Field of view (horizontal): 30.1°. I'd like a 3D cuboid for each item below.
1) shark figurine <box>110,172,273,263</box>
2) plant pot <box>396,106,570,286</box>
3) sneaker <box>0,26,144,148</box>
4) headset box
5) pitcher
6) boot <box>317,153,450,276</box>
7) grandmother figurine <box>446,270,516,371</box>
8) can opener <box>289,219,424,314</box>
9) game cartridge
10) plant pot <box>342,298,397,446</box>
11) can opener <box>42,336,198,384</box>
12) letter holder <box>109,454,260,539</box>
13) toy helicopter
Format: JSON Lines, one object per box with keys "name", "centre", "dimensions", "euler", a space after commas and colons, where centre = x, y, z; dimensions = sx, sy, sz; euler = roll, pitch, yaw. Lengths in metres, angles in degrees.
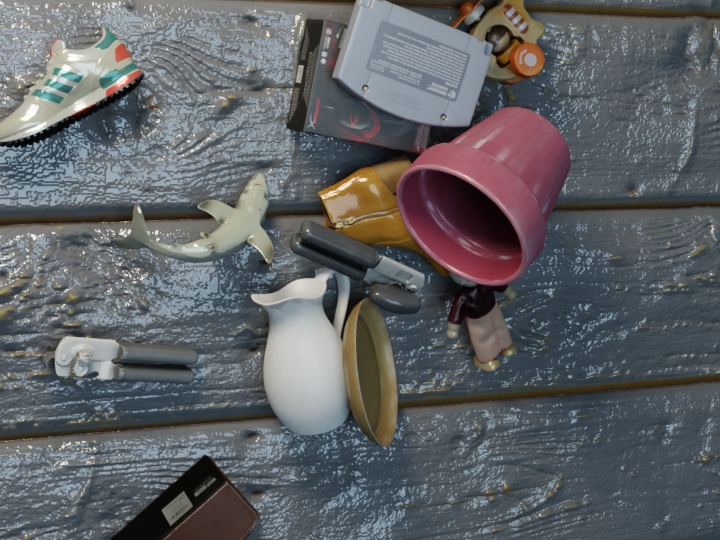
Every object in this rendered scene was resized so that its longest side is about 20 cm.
{"name": "shark figurine", "centre": [-0.201, -0.035, 1.727], "dimensions": [0.214, 0.090, 0.128], "euler": [-20, 75, -25]}
{"name": "plant pot", "centre": [0.175, -0.110, 1.741], "dimensions": [0.179, 0.200, 0.200], "euler": [-48, 116, -31]}
{"name": "sneaker", "centre": [-0.369, -0.225, 1.627], "dimensions": [0.200, 0.070, 0.094], "euler": [-30, 93, -11]}
{"name": "headset box", "centre": [0.017, -0.240, 1.764], "dimensions": [0.200, 0.075, 0.149], "euler": [9, 97, -23]}
{"name": "pitcher", "centre": [-0.059, 0.103, 1.798], "dimensions": [0.171, 0.121, 0.200], "euler": [-28, 115, -44]}
{"name": "boot", "centre": [0.031, -0.051, 1.826], "dimensions": [0.144, 0.071, 0.201], "euler": [-27, 116, -3]}
{"name": "grandmother figurine", "centre": [0.164, 0.051, 1.871], "dimensions": [0.121, 0.060, 0.200], "euler": [-42, 133, -28]}
{"name": "can opener", "centre": [0.000, 0.000, 1.784], "dimensions": [0.200, 0.067, 0.053], "euler": [23, 128, -25]}
{"name": "game cartridge", "centre": [0.066, -0.261, 1.719], "dimensions": [0.200, 0.040, 0.134], "euler": [18, 89, -24]}
{"name": "plant pot", "centre": [0.011, 0.139, 1.803], "dimensions": [0.027, 0.200, 0.200], "euler": [-9, 108, 15]}
{"name": "can opener", "centre": [-0.307, 0.113, 1.728], "dimensions": [0.200, 0.066, 0.053], "euler": [7, 101, -32]}
{"name": "letter holder", "centre": [-0.227, 0.377, 1.795], "dimensions": [0.200, 0.101, 0.142], "euler": [-41, 115, -9]}
{"name": "toy helicopter", "centre": [0.193, -0.358, 1.822], "dimensions": [0.132, 0.079, 0.200], "euler": [16, 85, -15]}
